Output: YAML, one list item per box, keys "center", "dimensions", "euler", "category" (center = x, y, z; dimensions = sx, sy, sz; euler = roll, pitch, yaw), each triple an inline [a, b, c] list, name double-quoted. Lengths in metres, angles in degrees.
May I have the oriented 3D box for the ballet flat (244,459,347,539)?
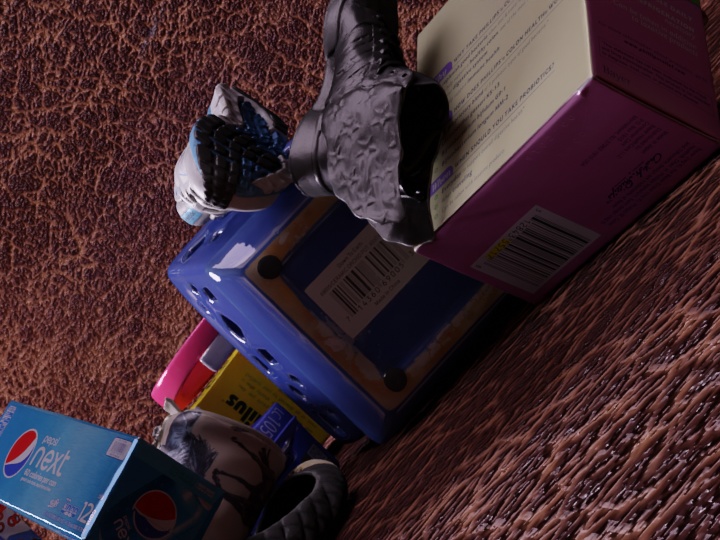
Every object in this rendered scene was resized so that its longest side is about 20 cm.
- center: [-0.051, 0.153, 0.858]
  dimensions: [0.066, 0.057, 0.200]
  euler: [-45, 2, 16]
  category: "ballet flat"

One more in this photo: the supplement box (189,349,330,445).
- center: [-0.081, 0.121, 1.231]
  dimensions: [0.200, 0.109, 0.109]
  euler: [-53, 2, -9]
  category: "supplement box"

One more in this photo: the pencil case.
- center: [-0.129, 0.185, 0.899]
  dimensions: [0.078, 0.089, 0.200]
  euler: [92, -156, -65]
  category: "pencil case"

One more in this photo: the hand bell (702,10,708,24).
- center: [0.273, -0.214, 1.458]
  dimensions: [0.200, 0.104, 0.104]
  euler: [-30, 12, 39]
  category: "hand bell"

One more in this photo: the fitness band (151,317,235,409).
- center: [-0.108, 0.038, 1.217]
  dimensions: [0.200, 0.037, 0.144]
  euler: [-52, 2, -9]
  category: "fitness band"

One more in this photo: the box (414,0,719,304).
- center: [0.120, -0.115, 0.879]
  dimensions: [0.176, 0.096, 0.201]
  euler: [-46, 31, 42]
  category: "box"

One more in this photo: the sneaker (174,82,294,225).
- center: [-0.093, -0.061, 0.953]
  dimensions: [0.087, 0.075, 0.200]
  euler: [-55, 9, 14]
  category: "sneaker"

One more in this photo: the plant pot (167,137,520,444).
- center: [0.000, 0.000, 1.011]
  dimensions: [0.200, 0.200, 0.180]
  euler: [-46, 7, -8]
  category: "plant pot"

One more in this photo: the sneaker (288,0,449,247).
- center: [0.018, -0.108, 0.888]
  dimensions: [0.104, 0.060, 0.200]
  euler: [-4, 61, 39]
  category: "sneaker"

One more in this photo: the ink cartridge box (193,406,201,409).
- center: [-0.183, 0.192, 1.054]
  dimensions: [0.200, 0.042, 0.119]
  euler: [-45, 2, 2]
  category: "ink cartridge box"

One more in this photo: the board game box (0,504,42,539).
- center: [-0.283, 0.291, 1.106]
  dimensions: [0.056, 0.196, 0.200]
  euler: [-45, 2, 20]
  category: "board game box"

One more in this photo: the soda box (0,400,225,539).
- center: [-0.166, 0.131, 0.854]
  dimensions: [0.200, 0.068, 0.064]
  euler: [4, 62, 56]
  category: "soda box"

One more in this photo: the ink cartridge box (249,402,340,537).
- center: [-0.100, 0.189, 1.048]
  dimensions: [0.200, 0.076, 0.136]
  euler: [-44, 2, 30]
  category: "ink cartridge box"
